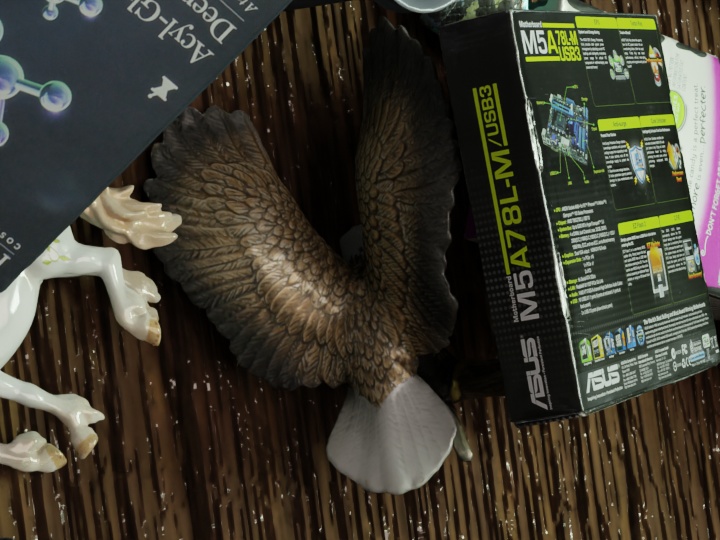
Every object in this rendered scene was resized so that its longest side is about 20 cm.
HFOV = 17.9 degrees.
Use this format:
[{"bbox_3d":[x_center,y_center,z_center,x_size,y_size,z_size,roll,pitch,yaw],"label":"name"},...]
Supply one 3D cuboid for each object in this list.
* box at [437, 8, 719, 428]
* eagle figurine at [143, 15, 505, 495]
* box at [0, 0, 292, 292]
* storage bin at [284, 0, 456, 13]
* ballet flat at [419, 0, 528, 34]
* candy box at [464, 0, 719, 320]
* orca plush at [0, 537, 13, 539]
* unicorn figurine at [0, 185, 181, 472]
[{"bbox_3d":[0.115,-0.032,1.146,0.200,0.047,0.195,-12,89,-62],"label":"box"},{"bbox_3d":[-0.003,-0.002,1.144,0.152,0.150,0.201,-42,121,-21],"label":"eagle figurine"},{"bbox_3d":[-0.139,-0.122,0.940,0.200,0.107,0.148,-44,116,14],"label":"box"},{"bbox_3d":[-0.009,-0.231,1.151,0.145,0.134,0.201,-34,106,-32],"label":"storage bin"},{"bbox_3d":[0.061,-0.220,1.243,0.074,0.074,0.202,9,77,-33],"label":"ballet flat"},{"bbox_3d":[0.161,-0.060,1.298,0.199,0.061,0.138,18,77,-33],"label":"candy box"},{"bbox_3d":[-0.173,0.162,1.041,0.200,0.071,0.106,45,63,-23],"label":"orca plush"},{"bbox_3d":[-0.172,0.029,1.062,0.137,0.074,0.201,37,52,-16],"label":"unicorn figurine"}]
